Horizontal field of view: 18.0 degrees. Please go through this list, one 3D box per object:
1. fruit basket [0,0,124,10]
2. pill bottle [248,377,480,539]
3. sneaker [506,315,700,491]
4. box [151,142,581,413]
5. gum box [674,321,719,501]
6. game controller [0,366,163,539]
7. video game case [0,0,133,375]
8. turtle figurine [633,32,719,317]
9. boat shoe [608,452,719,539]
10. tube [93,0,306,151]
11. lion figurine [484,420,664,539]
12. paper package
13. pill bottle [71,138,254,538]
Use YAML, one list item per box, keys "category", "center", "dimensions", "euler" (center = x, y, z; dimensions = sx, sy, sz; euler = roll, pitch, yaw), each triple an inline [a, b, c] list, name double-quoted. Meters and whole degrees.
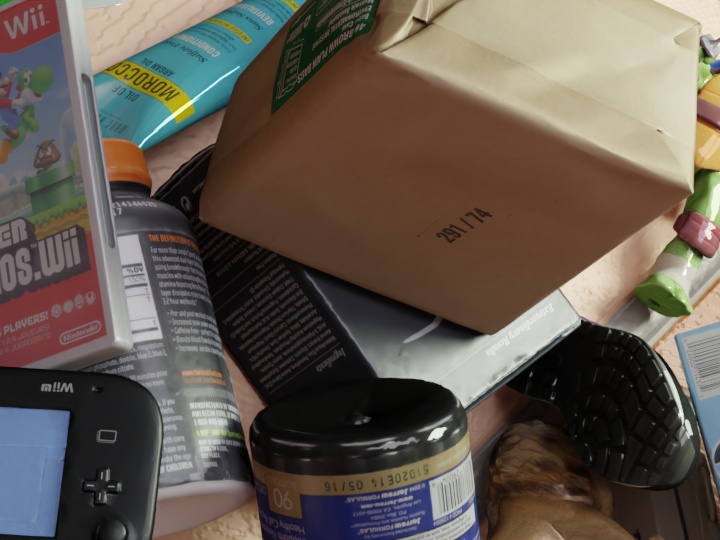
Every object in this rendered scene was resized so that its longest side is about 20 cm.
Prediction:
- category: "fruit basket"
  center: [-0.241, -0.219, 1.240]
  dimensions: [0.185, 0.094, 0.200]
  euler: [-10, 71, -35]
- category: "pill bottle"
  center: [0.009, 0.164, 1.162]
  dimensions: [0.112, 0.112, 0.200]
  euler: [-17, 107, -36]
- category: "sneaker"
  center: [0.160, 0.074, 1.299]
  dimensions: [0.088, 0.200, 0.076]
  euler: [23, 101, -25]
- category: "box"
  center: [0.000, 0.000, 1.277]
  dimensions: [0.148, 0.104, 0.200]
  euler: [-33, 88, -38]
- category: "gum box"
  center: [0.227, 0.125, 1.308]
  dimensions: [0.045, 0.200, 0.170]
  euler: [-17, 78, 8]
- category: "game controller"
  center: [-0.195, 0.096, 1.093]
  dimensions: [0.200, 0.042, 0.104]
  euler: [3, 80, 4]
- category: "video game case"
  center: [-0.191, -0.033, 1.159]
  dimensions: [0.017, 0.143, 0.200]
  euler: [24, 50, -58]
- category: "turtle figurine"
  center: [0.230, -0.075, 1.413]
  dimensions: [0.194, 0.200, 0.144]
  euler: [-53, 133, -14]
- category: "boat shoe"
  center: [0.192, 0.194, 1.330]
  dimensions: [0.066, 0.072, 0.200]
  euler: [5, 57, -25]
- category: "tube"
  center: [-0.093, -0.115, 1.308]
  dimensions: [0.200, 0.077, 0.050]
  euler: [-33, 131, -38]
- category: "lion figurine"
  center: [0.088, 0.174, 1.269]
  dimensions: [0.122, 0.072, 0.200]
  euler: [27, 56, 23]
- category: "paper package"
  center: [0.045, -0.071, 1.148]
  dimensions: [0.191, 0.200, 0.104]
  euler: [21, 58, -21]
- category: "pill bottle"
  center: [-0.126, 0.034, 1.182]
  dimensions: [0.106, 0.106, 0.200]
  euler: [-3, 70, -33]
